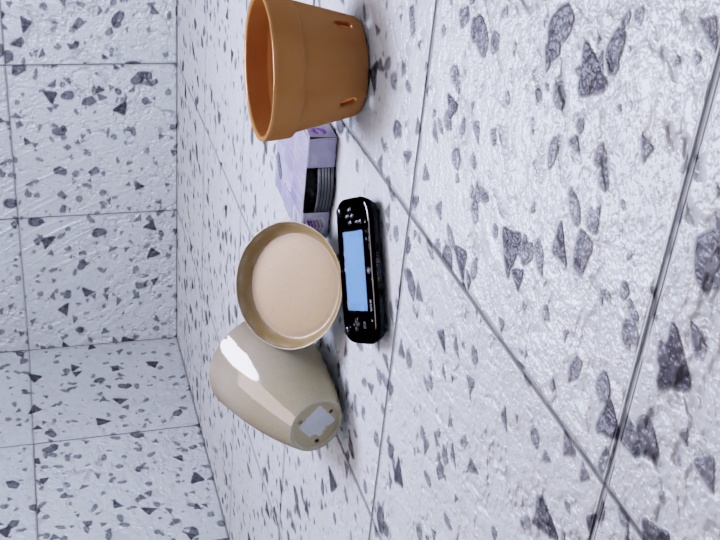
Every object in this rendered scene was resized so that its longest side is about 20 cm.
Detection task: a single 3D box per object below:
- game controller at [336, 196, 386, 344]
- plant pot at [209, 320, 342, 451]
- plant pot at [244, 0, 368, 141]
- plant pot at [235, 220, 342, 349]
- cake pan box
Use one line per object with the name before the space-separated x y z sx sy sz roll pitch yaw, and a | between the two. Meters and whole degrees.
game controller | 0.000 0.000 1.420 0.104 0.042 0.201 179 87 -73
plant pot | -0.117 0.195 1.661 0.200 0.187 0.188 40 133 49
plant pot | -0.074 -0.279 1.427 0.200 0.140 0.201 176 90 -73
plant pot | -0.107 0.023 1.622 0.200 0.027 0.201 0 90 30
cake pan box | -0.090 -0.173 1.660 0.200 0.052 0.185 -118 27 -53
